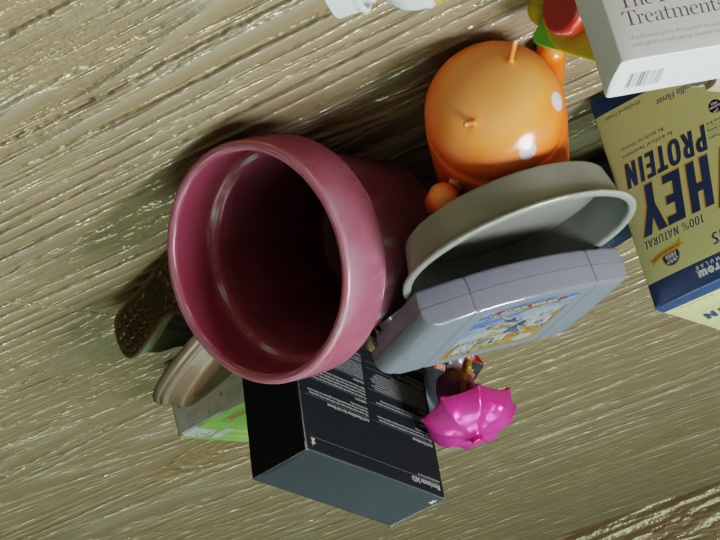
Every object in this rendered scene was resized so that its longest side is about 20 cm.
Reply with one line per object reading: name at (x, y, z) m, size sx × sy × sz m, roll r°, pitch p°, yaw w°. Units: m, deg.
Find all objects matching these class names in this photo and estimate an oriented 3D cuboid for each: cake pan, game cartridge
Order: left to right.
game cartridge at (0.118, 0.032, 1.376) m, size 0.198 × 0.042 × 0.133 m, roll -12°, pitch 165°, yaw -24°
cake pan at (0.121, -0.030, 1.316) m, size 0.198 × 0.037 × 0.201 m, roll -18°, pitch 162°, yaw -6°

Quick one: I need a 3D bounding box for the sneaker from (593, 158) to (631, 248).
sneaker at (0.205, -0.074, 1.555) m, size 0.146 × 0.081 × 0.199 m, roll -36°, pitch 148°, yaw 28°

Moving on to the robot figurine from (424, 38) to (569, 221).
robot figurine at (0.110, -0.108, 1.327) m, size 0.142 × 0.118 × 0.200 m, roll -16°, pitch 160°, yaw 2°

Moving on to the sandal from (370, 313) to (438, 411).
sandal at (0.036, 0.078, 1.696) m, size 0.042 × 0.076 × 0.202 m, roll -12°, pitch 124°, yaw 16°

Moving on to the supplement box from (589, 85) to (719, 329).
supplement box at (0.328, -0.069, 1.459) m, size 0.133 × 0.202 × 0.199 m, roll -27°, pitch 157°, yaw 30°

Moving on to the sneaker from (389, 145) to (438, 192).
sneaker at (0.029, -0.044, 1.498) m, size 0.199 × 0.076 × 0.070 m, roll -29°, pitch 155°, yaw 35°

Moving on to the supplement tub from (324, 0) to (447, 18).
supplement tub at (0.059, -0.233, 0.931) m, size 0.198 × 0.146 × 0.144 m, roll -18°, pitch 160°, yaw 9°

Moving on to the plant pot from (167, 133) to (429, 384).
plant pot at (-0.033, -0.019, 1.387) m, size 0.199 × 0.202 × 0.178 m, roll -31°, pitch 169°, yaw 38°

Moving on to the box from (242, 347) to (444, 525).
box at (-0.017, 0.149, 1.590) m, size 0.079 × 0.142 × 0.199 m, roll -33°, pitch 141°, yaw 29°

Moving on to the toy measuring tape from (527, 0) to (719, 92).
toy measuring tape at (0.191, -0.180, 1.177) m, size 0.073 × 0.075 × 0.199 m, roll 3°, pitch -165°, yaw -39°

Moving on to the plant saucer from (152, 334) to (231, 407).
plant saucer at (-0.121, 0.062, 1.594) m, size 0.200 × 0.029 × 0.200 m, roll -46°, pitch 173°, yaw -7°

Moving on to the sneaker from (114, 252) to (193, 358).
sneaker at (-0.152, 0.020, 1.572) m, size 0.089 × 0.068 × 0.200 m, roll -9°, pitch 160°, yaw -43°

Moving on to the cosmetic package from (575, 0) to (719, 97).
cosmetic package at (0.240, -0.208, 1.108) m, size 0.197 × 0.152 × 0.052 m, roll -11°, pitch 157°, yaw -10°

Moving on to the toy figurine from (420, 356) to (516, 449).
toy figurine at (0.097, 0.082, 1.631) m, size 0.148 × 0.187 × 0.200 m, roll 5°, pitch 178°, yaw -16°

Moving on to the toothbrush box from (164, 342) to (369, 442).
toothbrush box at (-0.096, 0.128, 1.845) m, size 0.145 × 0.087 × 0.199 m, roll -30°, pitch 154°, yaw 32°

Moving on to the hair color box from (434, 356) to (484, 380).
hair color box at (0.040, 0.159, 1.822) m, size 0.101 × 0.061 × 0.201 m, roll 18°, pitch 110°, yaw -34°
